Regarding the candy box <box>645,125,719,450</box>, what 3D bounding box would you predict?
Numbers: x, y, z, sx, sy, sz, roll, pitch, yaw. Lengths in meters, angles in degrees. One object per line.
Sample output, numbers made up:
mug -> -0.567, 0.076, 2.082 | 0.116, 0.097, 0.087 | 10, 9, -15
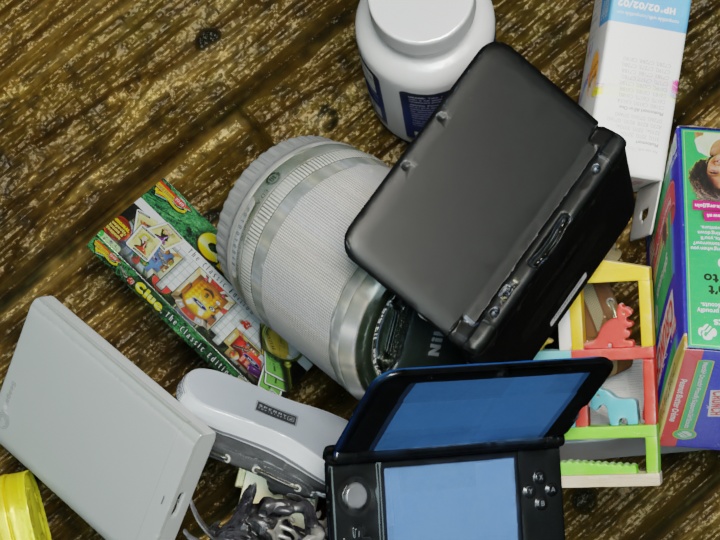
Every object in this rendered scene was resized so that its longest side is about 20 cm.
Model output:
candy box -> 0.273, 0.017, 1.616 | 0.076, 0.170, 0.202 | 2, 60, 0

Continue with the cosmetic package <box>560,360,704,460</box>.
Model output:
cosmetic package -> 0.206, 0.110, 1.692 | 0.198, 0.051, 0.083 | -4, 66, -2

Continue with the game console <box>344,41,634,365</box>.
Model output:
game console -> 0.100, -0.033, 1.520 | 0.116, 0.176, 0.201 | 31, 75, 24

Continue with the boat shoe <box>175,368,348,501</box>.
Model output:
boat shoe -> -0.059, 0.147, 1.611 | 0.199, 0.070, 0.067 | 23, 122, -4

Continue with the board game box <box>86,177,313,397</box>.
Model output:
board game box -> -0.121, 0.020, 1.675 | 0.200, 0.105, 0.023 | 44, 128, -1

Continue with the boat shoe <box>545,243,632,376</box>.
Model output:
boat shoe -> 0.176, 0.000, 1.684 | 0.073, 0.076, 0.202 | -6, 71, -12

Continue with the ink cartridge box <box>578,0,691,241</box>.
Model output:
ink cartridge box -> 0.215, -0.130, 1.679 | 0.067, 0.115, 0.202 | 9, 87, -1

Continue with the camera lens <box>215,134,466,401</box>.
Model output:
camera lens -> 0.000, 0.000, 1.603 | 0.160, 0.160, 0.200 | -51, 50, -3

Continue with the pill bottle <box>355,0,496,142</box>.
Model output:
pill bottle -> 0.053, -0.181, 1.623 | 0.110, 0.200, 0.112 | -1, 75, 4

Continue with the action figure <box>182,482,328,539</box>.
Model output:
action figure -> -0.043, 0.232, 1.580 | 0.198, 0.102, 0.120 | 12, 122, -3

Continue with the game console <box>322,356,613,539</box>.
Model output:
game console -> 0.084, 0.156, 1.513 | 0.198, 0.118, 0.172 | -2, 86, -24

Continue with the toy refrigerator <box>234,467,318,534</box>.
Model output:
toy refrigerator -> -0.079, 0.223, 1.675 | 0.069, 0.076, 0.202 | 13, 88, -1

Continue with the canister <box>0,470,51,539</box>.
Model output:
canister -> -0.348, 0.259, 1.659 | 0.198, 0.087, 0.150 | -15, 88, -1

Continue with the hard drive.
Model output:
hard drive -> -0.208, 0.129, 1.627 | 0.200, 0.026, 0.133 | 36, 115, 29

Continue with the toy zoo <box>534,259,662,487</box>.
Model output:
toy zoo -> 0.167, 0.069, 1.609 | 0.130, 0.020, 0.202 | -2, 92, 14
